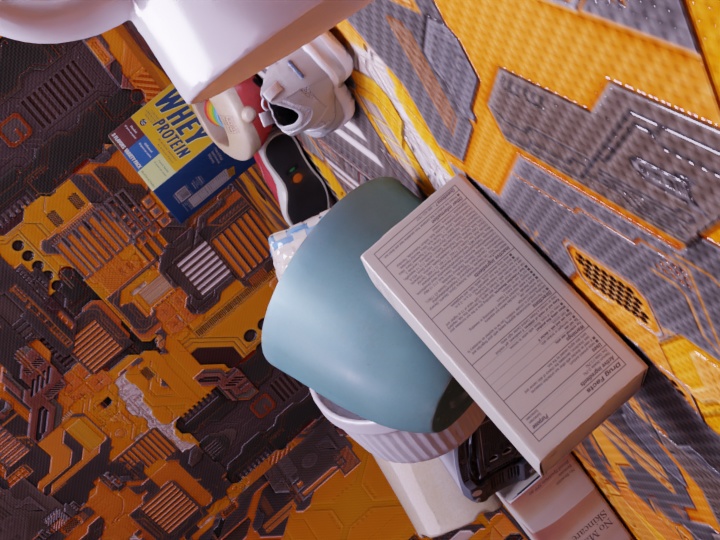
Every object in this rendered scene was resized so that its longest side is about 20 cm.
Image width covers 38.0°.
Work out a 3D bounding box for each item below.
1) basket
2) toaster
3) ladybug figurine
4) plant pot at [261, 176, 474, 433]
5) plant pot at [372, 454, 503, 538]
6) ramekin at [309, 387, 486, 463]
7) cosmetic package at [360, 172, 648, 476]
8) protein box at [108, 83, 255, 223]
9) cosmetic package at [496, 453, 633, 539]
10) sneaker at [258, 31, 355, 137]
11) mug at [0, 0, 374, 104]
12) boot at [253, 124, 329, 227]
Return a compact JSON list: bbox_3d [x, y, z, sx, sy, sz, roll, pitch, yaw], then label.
[{"bbox_3d":[-0.025,0.024,1.388,0.139,0.175,0.202,78,170,-77],"label":"basket"},{"bbox_3d":[0.133,0.165,1.239,0.129,0.113,0.201,48,158,46],"label":"toaster"},{"bbox_3d":[-0.165,-0.215,1.366,0.200,0.072,0.137,33,148,60],"label":"ladybug figurine"},{"bbox_3d":[0.039,0.045,0.916,0.160,0.201,0.201,34,169,21],"label":"plant pot"},{"bbox_3d":[0.104,0.249,1.407,0.200,0.199,0.185,96,150,-83],"label":"plant pot"},{"bbox_3d":[0.053,0.111,1.129,0.200,0.200,0.105,43,171,51],"label":"ramekin"},{"bbox_3d":[0.103,0.038,0.767,0.200,0.103,0.073,50,176,21],"label":"cosmetic package"},{"bbox_3d":[-0.304,-0.220,1.860,0.135,0.200,0.199,49,174,14],"label":"protein box"},{"bbox_3d":[0.259,0.312,1.318,0.200,0.103,0.087,51,176,-20],"label":"cosmetic package"},{"bbox_3d":[-0.057,-0.153,0.898,0.075,0.082,0.200,49,175,7],"label":"sneaker"},{"bbox_3d":[-0.064,-0.155,0.341,0.176,0.199,0.148,58,169,-8],"label":"mug"},{"bbox_3d":[-0.119,-0.152,1.510,0.144,0.072,0.201,46,165,46],"label":"boot"}]
